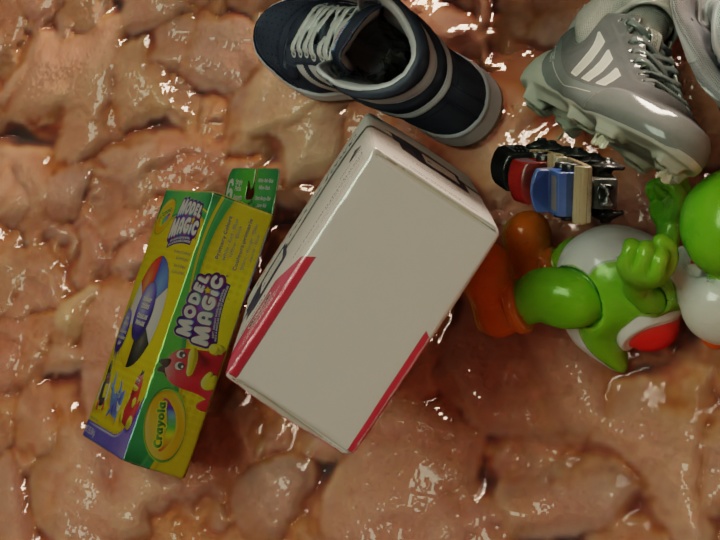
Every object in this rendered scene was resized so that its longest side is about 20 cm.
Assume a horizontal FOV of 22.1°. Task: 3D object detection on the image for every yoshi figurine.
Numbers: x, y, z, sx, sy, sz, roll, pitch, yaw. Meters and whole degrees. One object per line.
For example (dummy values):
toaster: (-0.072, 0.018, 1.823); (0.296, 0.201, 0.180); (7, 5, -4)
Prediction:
yoshi figurine: (0.158, -0.013, 0.999); (0.199, 0.112, 0.113); (1, 70, 31)

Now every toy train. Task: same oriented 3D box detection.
toy train: (0.103, -0.051, 1.004); (0.046, 0.200, 0.034); (0, 98, -7)

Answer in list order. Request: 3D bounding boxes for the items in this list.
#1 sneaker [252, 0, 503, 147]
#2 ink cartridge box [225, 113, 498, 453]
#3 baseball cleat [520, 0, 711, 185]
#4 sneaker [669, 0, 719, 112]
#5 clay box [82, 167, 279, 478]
sneaker: (-0.013, -0.142, 1.147); (0.199, 0.108, 0.070); (26, 91, 36)
ink cartridge box: (0.000, 0.000, 1.039); (0.084, 0.200, 0.145); (33, 98, -6)
baseball cleat: (0.150, -0.113, 1.014); (0.107, 0.070, 0.200); (-55, 25, 3)
sneaker: (0.209, -0.156, 0.994); (0.075, 0.115, 0.201); (-15, 69, 18)
clay box: (-0.114, 0.024, 1.175); (0.115, 0.047, 0.201); (7, 79, 69)
